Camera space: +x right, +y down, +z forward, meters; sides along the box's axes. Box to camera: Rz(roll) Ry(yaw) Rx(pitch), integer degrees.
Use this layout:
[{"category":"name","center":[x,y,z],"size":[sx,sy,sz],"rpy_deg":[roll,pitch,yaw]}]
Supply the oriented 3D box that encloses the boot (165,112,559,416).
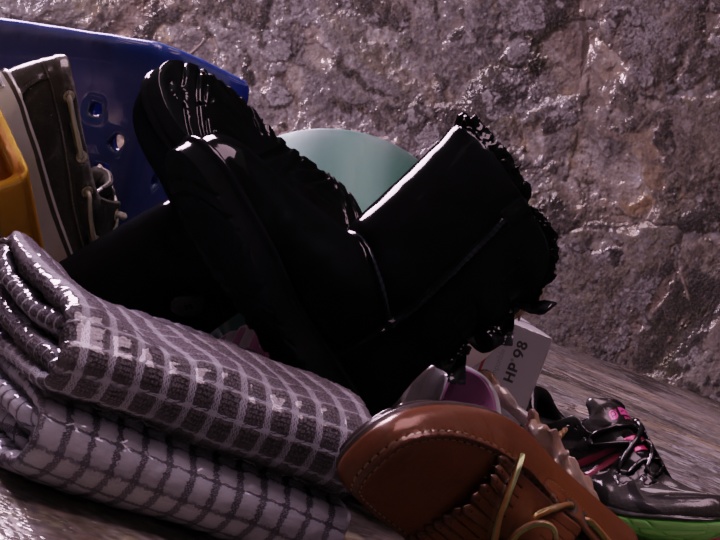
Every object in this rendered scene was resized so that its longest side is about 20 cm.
[{"category":"boot","center":[0.008,-0.022,0.949],"size":[0.199,0.162,0.073],"rpy_deg":[60,-19,-21]}]

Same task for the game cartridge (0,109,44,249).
[{"category":"game cartridge","center":[-0.225,-0.067,1.073],"size":[0.177,0.032,0.200],"rpy_deg":[61,-14,24]}]

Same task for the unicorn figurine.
[{"category":"unicorn figurine","center":[0.091,0.116,1.143],"size":[0.137,0.074,0.200],"rpy_deg":[43,3,-19]}]

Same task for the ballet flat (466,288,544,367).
[{"category":"ballet flat","center":[0.031,0.052,1.099],"size":[0.070,0.200,0.070],"rpy_deg":[47,9,-10]}]

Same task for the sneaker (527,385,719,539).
[{"category":"sneaker","center":[0.178,0.137,1.302],"size":[0.199,0.084,0.077],"rpy_deg":[22,4,35]}]

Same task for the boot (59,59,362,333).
[{"category":"boot","center":[-0.110,-0.020,1.031],"size":[0.200,0.167,0.077],"rpy_deg":[35,34,-51]}]

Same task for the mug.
[{"category":"mug","center":[-0.010,-0.004,1.166],"size":[0.184,0.115,0.152],"rpy_deg":[-27,-50,32]}]

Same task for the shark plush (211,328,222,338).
[{"category":"shark plush","center":[-0.070,0.047,1.264],"size":[0.198,0.084,0.091],"rpy_deg":[9,-11,-8]}]

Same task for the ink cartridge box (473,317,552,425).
[{"category":"ink cartridge box","center":[0.075,0.082,1.289],"size":[0.066,0.117,0.200],"rpy_deg":[21,3,-7]}]

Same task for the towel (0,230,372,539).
[{"category":"towel","center":[-0.099,0.056,0.863],"size":[0.165,0.086,0.200],"rpy_deg":[20,3,-26]}]

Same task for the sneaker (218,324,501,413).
[{"category":"sneaker","center":[-0.005,0.090,1.049],"size":[0.199,0.081,0.089],"rpy_deg":[11,-22,26]}]

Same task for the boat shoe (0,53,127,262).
[{"category":"boat shoe","center":[-0.176,-0.036,1.120],"size":[0.063,0.201,0.071],"rpy_deg":[-22,36,-15]}]

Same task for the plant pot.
[{"category":"plant pot","center":[-0.207,-0.070,1.279],"size":[0.198,0.181,0.200],"rpy_deg":[10,0,15]}]

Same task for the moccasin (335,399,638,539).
[{"category":"moccasin","center":[0.064,0.121,0.808],"size":[0.201,0.073,0.078],"rpy_deg":[43,17,-41]}]
